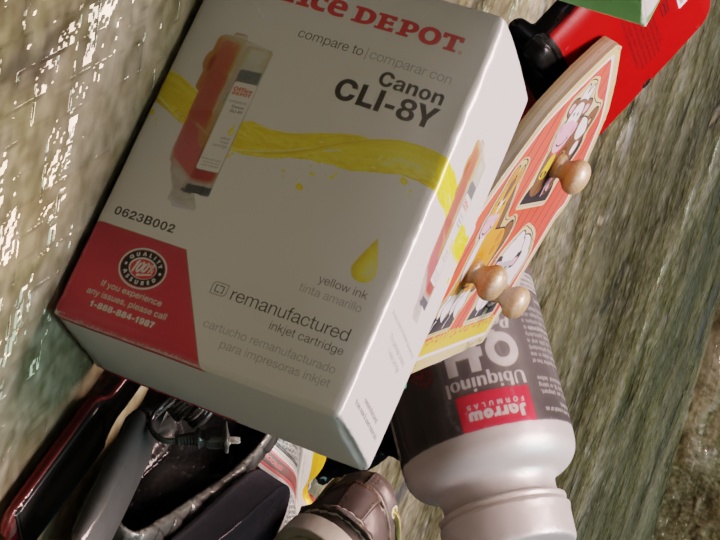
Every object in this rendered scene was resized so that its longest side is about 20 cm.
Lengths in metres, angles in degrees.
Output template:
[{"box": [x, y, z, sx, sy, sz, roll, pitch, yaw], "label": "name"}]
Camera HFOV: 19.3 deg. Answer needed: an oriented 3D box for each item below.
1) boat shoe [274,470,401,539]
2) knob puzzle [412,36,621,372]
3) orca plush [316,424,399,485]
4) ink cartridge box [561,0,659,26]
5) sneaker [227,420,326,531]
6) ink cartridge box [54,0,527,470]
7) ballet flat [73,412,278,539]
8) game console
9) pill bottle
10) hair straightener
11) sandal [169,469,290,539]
[{"box": [-0.018, 0.184, 1.156, 0.060, 0.072, 0.201, -46, 158, -37], "label": "boat shoe"}, {"box": [0.093, -0.031, 1.137, 0.220, 0.030, 0.220, -51, 164, -21], "label": "knob puzzle"}, {"box": [0.009, 0.096, 1.363, 0.200, 0.071, 0.106, 33, 77, -74], "label": "orca plush"}, {"box": [0.064, -0.214, 0.965, 0.146, 0.199, 0.088, -60, 158, -29], "label": "ink cartridge box"}, {"box": [-0.067, 0.143, 1.189, 0.082, 0.077, 0.201, -42, 141, -44], "label": "sneaker"}, {"box": [-0.028, -0.033, 0.966, 0.083, 0.144, 0.201, 65, 46, -66], "label": "ink cartridge box"}, {"box": [-0.075, 0.082, 1.071, 0.057, 0.066, 0.200, -38, -167, 51], "label": "ballet flat"}, {"box": [0.094, -0.148, 1.185, 0.172, 0.119, 0.200, -47, 164, 1], "label": "game console"}, {"box": [0.071, 0.081, 1.321, 0.111, 0.110, 0.201, 59, 16, -69], "label": "pill bottle"}, {"box": [-0.088, 0.071, 1.003, 0.200, 0.076, 0.041, -55, 156, -43], "label": "hair straightener"}, {"box": [-0.088, 0.166, 1.018, 0.200, 0.043, 0.076, -44, 157, -41], "label": "sandal"}]
